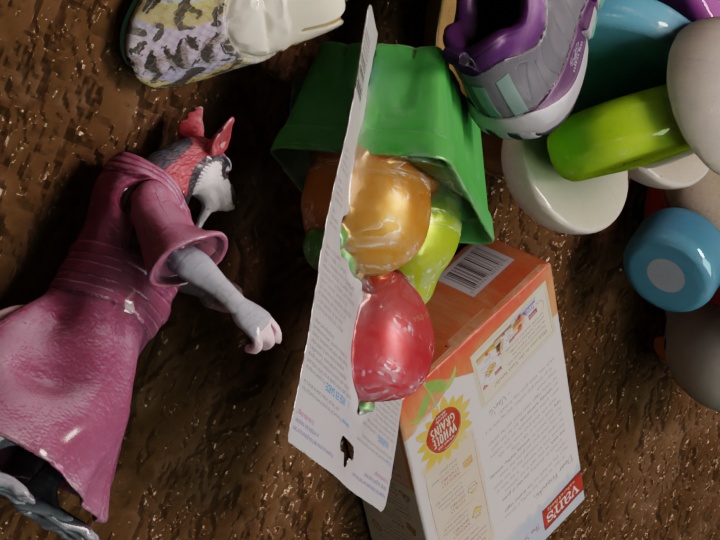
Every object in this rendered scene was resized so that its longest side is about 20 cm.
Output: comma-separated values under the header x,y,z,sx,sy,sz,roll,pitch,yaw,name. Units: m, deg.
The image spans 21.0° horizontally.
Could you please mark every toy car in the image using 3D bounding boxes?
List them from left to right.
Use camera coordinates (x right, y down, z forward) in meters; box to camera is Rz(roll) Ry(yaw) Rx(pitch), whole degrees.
x,y,z,sx,sy,sz,roll,pitch,yaw,name
0.165,-0.117,1.034,0.199,0.174,0.151,-24,93,-41,toy car
0.241,0.021,1.270,0.184,0.176,0.201,-48,171,-42,toy car

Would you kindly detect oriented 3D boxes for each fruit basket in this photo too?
x,y,z,sx,sy,sz,roll,pitch,yaw,name
0.000,0.000,0.923,0.185,0.093,0.202,49,54,-69,fruit basket

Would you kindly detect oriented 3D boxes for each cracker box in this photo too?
x,y,z,sx,sy,sz,roll,pitch,yaw,name
0.061,0.098,1.133,0.134,0.057,0.201,-40,136,-29,cracker box

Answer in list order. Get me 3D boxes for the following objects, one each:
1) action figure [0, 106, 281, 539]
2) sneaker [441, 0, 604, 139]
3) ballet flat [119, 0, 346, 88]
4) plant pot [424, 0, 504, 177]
x,y,z,sx,sy,sz,roll,pitch,yaw,name
-0.116,0.012,0.858,0.148,0.134,0.202,24,75,-12,action figure
0.088,-0.167,0.923,0.088,0.074,0.202,44,55,-57,sneaker
-0.020,-0.143,0.882,0.200,0.072,0.072,-41,138,-29,ballet flat
0.097,-0.151,1.060,0.199,0.027,0.202,-29,131,-40,plant pot
